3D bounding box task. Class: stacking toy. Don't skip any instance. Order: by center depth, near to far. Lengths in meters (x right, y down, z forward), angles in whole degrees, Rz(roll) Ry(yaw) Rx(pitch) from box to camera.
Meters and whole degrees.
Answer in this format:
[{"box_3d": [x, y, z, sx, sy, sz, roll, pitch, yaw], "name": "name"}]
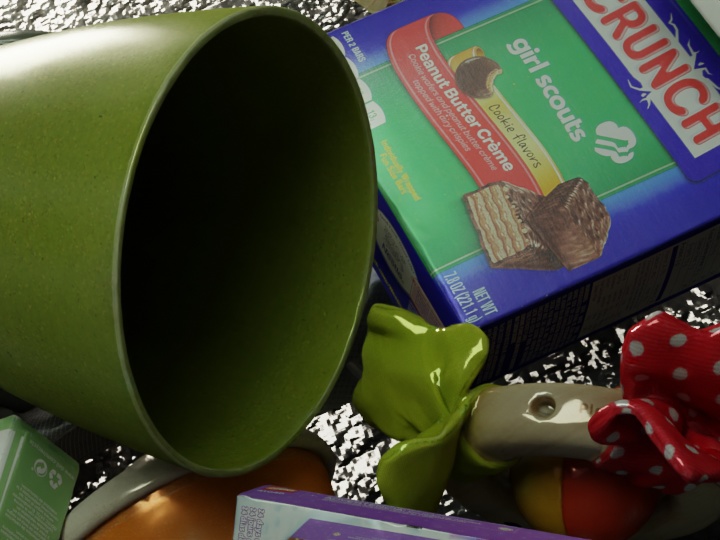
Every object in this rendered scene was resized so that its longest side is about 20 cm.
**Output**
[{"box_3d": [-0.041, 0.180, 0.892, 0.146, 0.146, 0.200, -28, 66, -2], "name": "stacking toy"}]

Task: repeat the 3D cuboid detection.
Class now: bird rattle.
[{"box_3d": [0.095, 0.070, 0.875, 0.199, 0.163, 0.113, -9, 63, 18], "name": "bird rattle"}]

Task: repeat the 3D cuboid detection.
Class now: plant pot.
[{"box_3d": [-0.124, -0.023, 0.873, 0.199, 0.187, 0.188, 8, 56, 30], "name": "plant pot"}]

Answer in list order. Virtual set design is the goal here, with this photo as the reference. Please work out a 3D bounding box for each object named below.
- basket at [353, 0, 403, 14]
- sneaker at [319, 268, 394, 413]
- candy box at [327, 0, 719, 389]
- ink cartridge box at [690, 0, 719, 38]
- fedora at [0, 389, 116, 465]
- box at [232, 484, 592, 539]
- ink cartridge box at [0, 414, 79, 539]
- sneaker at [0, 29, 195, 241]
[{"box_3d": [0.053, -0.232, 1.101, 0.200, 0.161, 0.198, -51, 47, 17], "name": "basket"}, {"box_3d": [0.000, 0.000, 1.044, 0.200, 0.071, 0.080, -39, 43, -21], "name": "sneaker"}, {"box_3d": [0.093, -0.061, 0.985, 0.199, 0.077, 0.169, -24, 67, -16], "name": "candy box"}, {"box_3d": [0.199, -0.138, 0.962, 0.067, 0.200, 0.117, -42, 75, 24], "name": "ink cartridge box"}, {"box_3d": [-0.168, 0.045, 1.052, 0.199, 0.090, 0.177, -9, 50, 16], "name": "fedora"}, {"box_3d": [0.010, 0.193, 0.807, 0.136, 0.039, 0.201, 8, 93, 16], "name": "box"}, {"box_3d": [-0.204, 0.164, 0.854, 0.145, 0.048, 0.201, -18, 43, 33], "name": "ink cartridge box"}, {"box_3d": [-0.130, -0.055, 0.987, 0.198, 0.076, 0.114, 9, 31, -6], "name": "sneaker"}]
